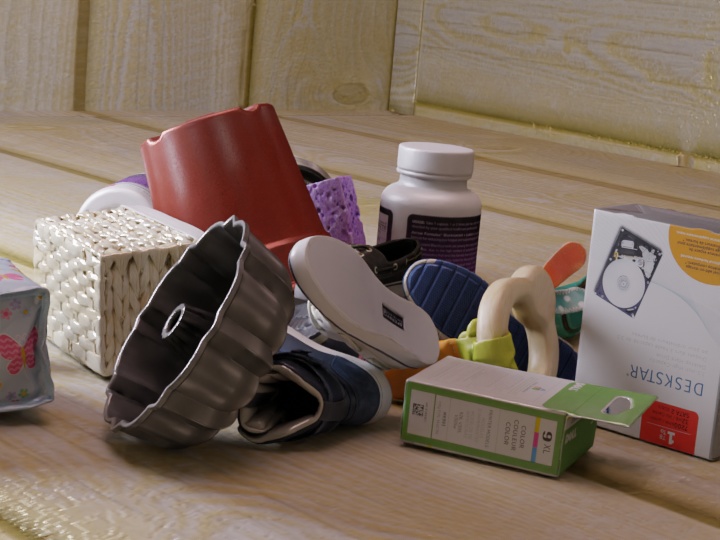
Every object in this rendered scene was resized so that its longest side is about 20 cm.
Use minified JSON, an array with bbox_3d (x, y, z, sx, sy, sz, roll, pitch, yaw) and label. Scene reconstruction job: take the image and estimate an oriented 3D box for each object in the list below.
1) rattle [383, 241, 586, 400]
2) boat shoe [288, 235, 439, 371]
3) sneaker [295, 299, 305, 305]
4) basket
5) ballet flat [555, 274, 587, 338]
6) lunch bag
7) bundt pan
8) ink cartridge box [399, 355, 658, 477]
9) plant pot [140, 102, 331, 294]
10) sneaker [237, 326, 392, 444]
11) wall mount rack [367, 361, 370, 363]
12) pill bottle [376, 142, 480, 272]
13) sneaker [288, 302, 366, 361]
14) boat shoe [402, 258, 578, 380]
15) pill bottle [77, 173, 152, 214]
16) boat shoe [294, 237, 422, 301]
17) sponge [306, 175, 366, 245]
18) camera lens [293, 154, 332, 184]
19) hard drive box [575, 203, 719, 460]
[{"bbox_3d":[0.129,0.055,1.585,0.142,0.130,0.201,-28,26,40],"label":"rattle"},{"bbox_3d":[-0.011,0.036,1.427,0.069,0.071,0.200,-17,-33,30],"label":"boat shoe"},{"bbox_3d":[-0.104,-0.012,1.924,0.200,0.079,0.095,38,17,24],"label":"sneaker"},{"bbox_3d":[-0.234,0.020,1.615,0.122,0.137,0.200,-6,15,-29],"label":"basket"},{"bbox_3d":[0.245,0.040,1.911,0.070,0.068,0.200,-5,2,30],"label":"ballet flat"},{"bbox_3d":[-0.375,0.053,1.401,0.198,0.128,0.169,-7,13,-22],"label":"lunch bag"},{"bbox_3d":[-0.124,0.059,1.354,0.076,0.203,0.202,33,0,-22],"label":"bundt pan"},{"bbox_3d":[0.144,0.128,1.414,0.198,0.060,0.104,10,12,23],"label":"ink cartridge box"},{"bbox_3d":[-0.131,-0.059,1.716,0.199,0.197,0.201,-17,-1,0],"label":"plant pot"},{"bbox_3d":[-0.092,0.093,1.439,0.201,0.078,0.146,13,10,29],"label":"sneaker"},{"bbox_3d":[0.002,0.059,1.666,0.198,0.075,0.174,7,11,14],"label":"wall mount rack"},{"bbox_3d":[0.074,-0.035,1.806,0.110,0.202,0.111,5,11,-1],"label":"pill bottle"},{"bbox_3d":[-0.073,0.081,1.588,0.199,0.082,0.070,-3,44,53],"label":"sneaker"},{"bbox_3d":[0.121,0.059,1.638,0.199,0.073,0.072,36,-9,-9],"label":"boat shoe"},{"bbox_3d":[-0.276,-0.062,2.061,0.110,0.112,0.200,6,11,6],"label":"pill bottle"},{"bbox_3d":[0.000,0.000,1.636,0.068,0.057,0.199,11,10,30],"label":"boat shoe"},{"bbox_3d":[-0.085,-0.030,1.833,0.199,0.113,0.030,-13,-3,33],"label":"sponge"},{"bbox_3d":[-0.120,-0.074,2.066,0.159,0.161,0.200,0,12,-22],"label":"camera lens"},{"bbox_3d":[0.285,0.052,1.502,0.155,0.202,0.076,13,14,40],"label":"hard drive box"}]
